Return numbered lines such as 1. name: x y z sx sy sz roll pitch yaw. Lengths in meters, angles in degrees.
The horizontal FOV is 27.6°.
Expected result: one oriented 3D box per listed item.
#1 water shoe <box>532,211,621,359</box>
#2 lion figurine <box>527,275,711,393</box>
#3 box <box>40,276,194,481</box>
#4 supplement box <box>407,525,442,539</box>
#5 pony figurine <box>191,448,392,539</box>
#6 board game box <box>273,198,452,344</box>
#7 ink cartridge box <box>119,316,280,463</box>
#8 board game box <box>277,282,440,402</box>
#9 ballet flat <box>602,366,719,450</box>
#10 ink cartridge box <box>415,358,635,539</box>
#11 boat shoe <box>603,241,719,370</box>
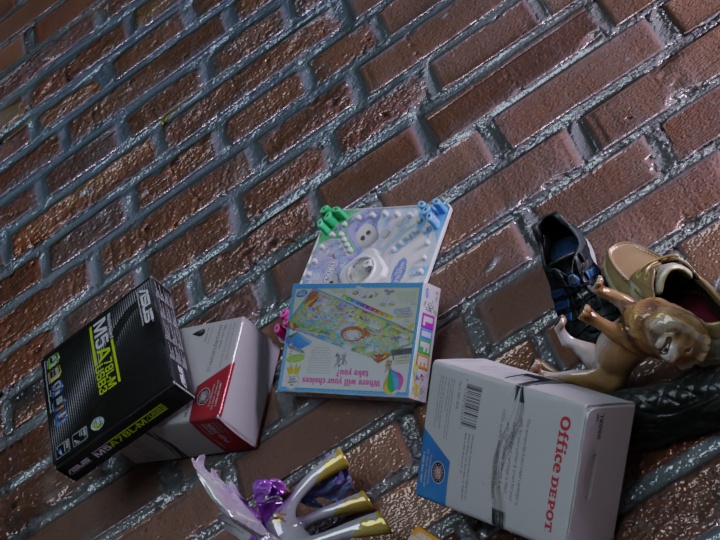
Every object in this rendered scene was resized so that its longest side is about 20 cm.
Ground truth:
1. water shoe: 0.229 0.021 1.570 0.071 0.079 0.200 -33 42 14
2. lion figurine: 0.258 0.080 1.462 0.073 0.122 0.200 -61 4 -31
3. box: -0.305 0.132 1.817 0.193 0.048 0.200 -37 41 15
4. supplement box: 0.058 0.368 1.432 0.126 0.074 0.200 21 73 47
5. pony figurine: -0.086 0.281 1.584 0.200 0.167 0.193 -31 49 -6
6. board game box: 0.000 0.000 1.816 0.200 0.026 0.200 -1 58 38
7. ink cartridge box: -0.215 0.151 1.825 0.200 0.083 0.147 -12 51 32
8. board game box: -0.004 0.083 1.715 0.200 0.034 0.135 0 76 39
9. ballet flat: 0.298 0.136 1.444 0.200 0.067 0.057 -12 30 27
10. ink cartridge box: 0.161 0.178 1.452 0.200 0.084 0.145 14 100 45
11. boat shoe: 0.319 0.019 1.494 0.074 0.066 0.200 -28 43 -16
